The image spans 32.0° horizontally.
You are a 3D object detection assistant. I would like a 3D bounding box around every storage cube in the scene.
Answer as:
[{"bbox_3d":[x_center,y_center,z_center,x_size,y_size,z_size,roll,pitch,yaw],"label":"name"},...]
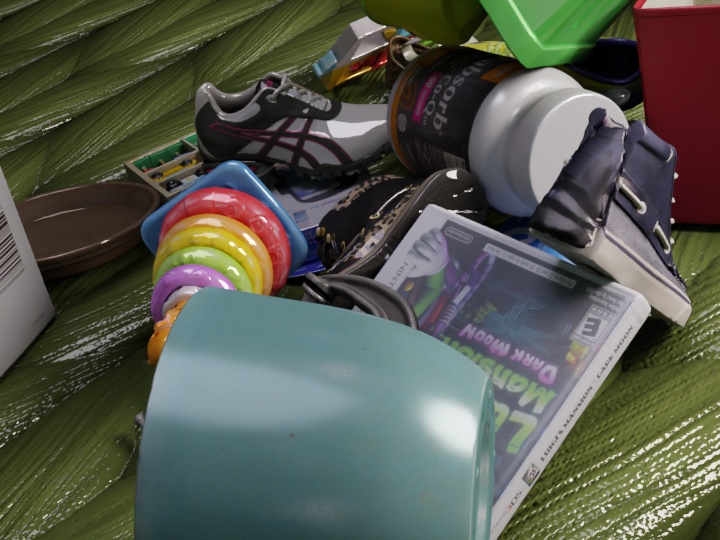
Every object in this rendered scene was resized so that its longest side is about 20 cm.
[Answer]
[{"bbox_3d":[0.324,-0.152,0.980,0.197,0.182,0.171,3,32,29],"label":"storage cube"}]

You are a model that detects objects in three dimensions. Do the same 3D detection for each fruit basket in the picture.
[{"bbox_3d":[0.100,-0.216,0.956,0.214,0.157,0.216,-31,-4,-2],"label":"fruit basket"}]

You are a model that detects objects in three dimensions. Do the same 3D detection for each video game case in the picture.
[{"bbox_3d":[0.060,0.059,0.811,0.199,0.023,0.183,27,77,46],"label":"video game case"}]

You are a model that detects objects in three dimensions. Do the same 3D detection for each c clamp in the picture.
[{"bbox_3d":[-0.057,0.074,0.848,0.200,0.027,0.171,-47,45,-1],"label":"c clamp"}]

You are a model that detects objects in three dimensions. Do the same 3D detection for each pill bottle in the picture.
[{"bbox_3d":[0.112,-0.107,0.978,0.115,0.118,0.200,-26,26,-20],"label":"pill bottle"}]

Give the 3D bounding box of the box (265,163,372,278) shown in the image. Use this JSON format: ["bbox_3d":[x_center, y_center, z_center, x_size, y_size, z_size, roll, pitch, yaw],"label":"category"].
[{"bbox_3d":[-0.044,-0.059,1.130,0.117,0.042,0.200,-17,27,-5],"label":"box"}]

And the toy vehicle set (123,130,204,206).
[{"bbox_3d":[-0.131,-0.121,1.287,0.198,0.027,0.124,-27,32,-22],"label":"toy vehicle set"}]

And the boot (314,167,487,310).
[{"bbox_3d":[0.000,0.000,0.968,0.201,0.073,0.150,-52,18,-6],"label":"boot"}]

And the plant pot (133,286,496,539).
[{"bbox_3d":[-0.011,0.114,0.673,0.158,0.203,0.201,3,32,10],"label":"plant pot"}]

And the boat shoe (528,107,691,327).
[{"bbox_3d":[0.184,-0.031,0.816,0.074,0.199,0.094,27,89,33],"label":"boat shoe"}]

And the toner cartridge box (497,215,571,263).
[{"bbox_3d":[0.136,0.003,0.941,0.094,0.044,0.200,9,37,34],"label":"toner cartridge box"}]

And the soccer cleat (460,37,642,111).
[{"bbox_3d":[0.156,-0.179,1.083,0.197,0.084,0.066,4,71,9],"label":"soccer cleat"}]

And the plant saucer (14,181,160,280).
[{"bbox_3d":[-0.283,-0.036,1.185,0.197,0.030,0.201,-9,22,4],"label":"plant saucer"}]

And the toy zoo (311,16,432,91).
[{"bbox_3d":[0.031,-0.256,1.376,0.198,0.021,0.131,-28,-7,-22],"label":"toy zoo"}]

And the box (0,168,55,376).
[{"bbox_3d":[-0.371,0.006,0.999,0.129,0.201,0.201,-2,31,22],"label":"box"}]

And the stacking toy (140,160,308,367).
[{"bbox_3d":[-0.117,0.016,0.931,0.115,0.110,0.201,-32,18,21],"label":"stacking toy"}]

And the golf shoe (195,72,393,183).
[{"bbox_3d":[-0.054,-0.130,1.116,0.197,0.089,0.078,-7,30,10],"label":"golf shoe"}]

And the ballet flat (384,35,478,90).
[{"bbox_3d":[0.093,-0.208,1.290,0.067,0.073,0.199,-31,34,-27],"label":"ballet flat"}]

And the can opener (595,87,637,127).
[{"bbox_3d":[0.192,-0.119,1.034,0.078,0.064,0.200,-34,-4,-1],"label":"can opener"}]
